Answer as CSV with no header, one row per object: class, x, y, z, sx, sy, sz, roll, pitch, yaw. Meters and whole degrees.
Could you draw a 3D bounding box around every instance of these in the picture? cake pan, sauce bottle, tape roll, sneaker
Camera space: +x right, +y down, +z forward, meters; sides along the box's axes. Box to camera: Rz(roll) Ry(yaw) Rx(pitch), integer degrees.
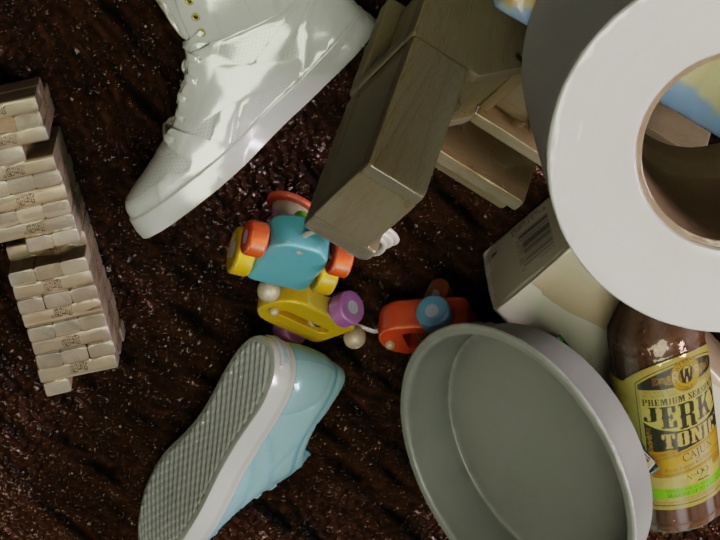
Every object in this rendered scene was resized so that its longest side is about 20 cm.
cake pan,0.106,0.119,1.566,0.037,0.200,0.202,-28,120,-35
sauce bottle,0.184,0.064,1.553,0.064,0.065,0.201,-10,114,2
tape roll,0.189,-0.087,1.332,0.201,0.139,0.204,-1,114,-3
sneaker,-0.099,-0.123,1.559,0.200,0.074,0.116,-45,107,6
sneaker,-0.075,0.131,1.671,0.082,0.074,0.200,14,127,-33

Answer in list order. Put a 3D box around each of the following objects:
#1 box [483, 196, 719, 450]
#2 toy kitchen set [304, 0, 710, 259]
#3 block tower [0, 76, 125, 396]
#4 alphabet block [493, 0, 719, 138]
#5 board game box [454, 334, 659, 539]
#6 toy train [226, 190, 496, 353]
box,0.174,0.049,1.631,0.078,0.095,0.200,-40,111,14
toy kitchen set,0.071,-0.046,1.505,0.199,0.181,0.163,30,143,-15
block tower,-0.201,-0.024,1.604,0.057,0.054,0.201,-11,115,4
alphabet block,0.198,-0.219,1.456,0.194,0.197,0.201,27,110,-15
board game box,0.111,0.132,1.621,0.105,0.023,0.200,51,144,11
toy train,0.000,0.000,1.599,0.149,0.056,0.200,-5,152,20
